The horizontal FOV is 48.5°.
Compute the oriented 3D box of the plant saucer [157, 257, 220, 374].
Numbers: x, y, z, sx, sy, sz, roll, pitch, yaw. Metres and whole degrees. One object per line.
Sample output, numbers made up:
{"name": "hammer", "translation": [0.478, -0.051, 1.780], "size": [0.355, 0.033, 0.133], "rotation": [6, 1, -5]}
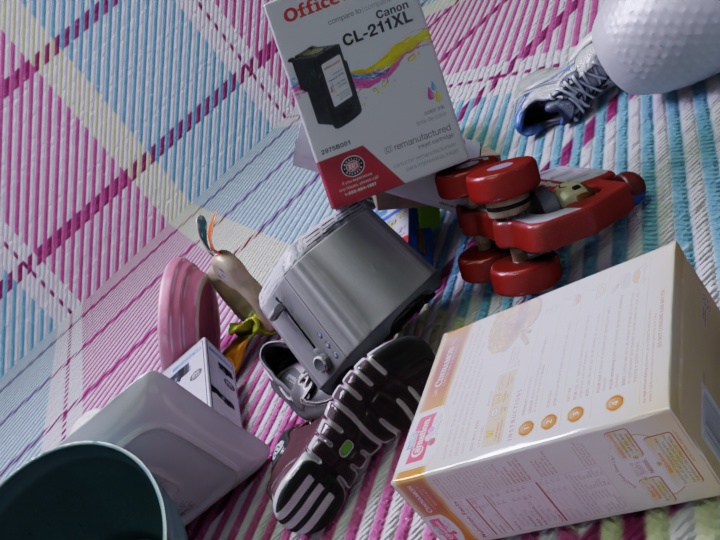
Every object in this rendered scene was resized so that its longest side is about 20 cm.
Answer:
{"name": "plant saucer", "translation": [-0.238, 0.083, 1.139], "size": [0.050, 0.205, 0.201], "rotation": [-3, 24, 3]}

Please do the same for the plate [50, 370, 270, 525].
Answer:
{"name": "plate", "translation": [-0.210, 0.208, 0.785], "size": [0.198, 0.200, 0.032], "rotation": [-39, 45, 5]}

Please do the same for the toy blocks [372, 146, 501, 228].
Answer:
{"name": "toy blocks", "translation": [0.086, -0.118, 0.984], "size": [0.195, 0.102, 0.137], "rotation": [-6, 16, -2]}

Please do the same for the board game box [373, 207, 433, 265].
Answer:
{"name": "board game box", "translation": [0.000, 0.000, 1.018], "size": [0.194, 0.056, 0.201], "rotation": [-34, 20, 18]}

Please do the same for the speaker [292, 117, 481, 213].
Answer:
{"name": "speaker", "translation": [0.026, -0.126, 0.868], "size": [0.081, 0.196, 0.083], "rotation": [-164, 91, -88]}

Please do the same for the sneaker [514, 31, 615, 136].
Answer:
{"name": "sneaker", "translation": [0.268, -0.223, 0.992], "size": [0.199, 0.077, 0.086], "rotation": [-30, 29, 50]}

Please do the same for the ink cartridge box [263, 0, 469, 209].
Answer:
{"name": "ink cartridge box", "translation": [0.006, -0.181, 0.779], "size": [0.143, 0.204, 0.083], "rotation": [-19, 7, 4]}

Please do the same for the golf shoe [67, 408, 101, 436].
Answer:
{"name": "golf shoe", "translation": [-0.374, 0.245, 1.180], "size": [0.198, 0.075, 0.092], "rotation": [-36, 22, 17]}

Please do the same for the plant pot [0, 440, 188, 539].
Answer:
{"name": "plant pot", "translation": [-0.224, 0.266, 0.677], "size": [0.196, 0.135, 0.204], "rotation": [-9, 55, 13]}

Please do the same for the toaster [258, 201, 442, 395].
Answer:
{"name": "toaster", "translation": [-0.008, 0.018, 0.810], "size": [0.199, 0.129, 0.114], "rotation": [-39, -8, -44]}

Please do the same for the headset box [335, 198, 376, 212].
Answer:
{"name": "headset box", "translation": [0.032, -0.164, 1.151], "size": [0.175, 0.091, 0.203], "rotation": [-95, 26, -68]}

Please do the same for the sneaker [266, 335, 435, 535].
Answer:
{"name": "sneaker", "translation": [-0.022, 0.136, 0.733], "size": [0.200, 0.076, 0.115], "rotation": [-47, 17, -16]}

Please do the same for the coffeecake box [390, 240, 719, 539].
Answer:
{"name": "coffeecake box", "translation": [0.133, 0.086, 0.537], "size": [0.198, 0.073, 0.155], "rotation": [-26, 24, 37]}

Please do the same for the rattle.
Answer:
{"name": "rattle", "translation": [-0.204, 0.038, 1.096], "size": [0.142, 0.202, 0.130], "rotation": [-36, 45, -10]}

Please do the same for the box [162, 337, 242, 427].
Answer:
{"name": "box", "translation": [-0.206, 0.180, 0.971], "size": [0.116, 0.060, 0.201], "rotation": [-39, 27, 6]}

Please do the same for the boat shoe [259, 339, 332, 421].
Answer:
{"name": "boat shoe", "translation": [-0.065, 0.117, 0.879], "size": [0.067, 0.057, 0.199], "rotation": [-46, 19, -17]}

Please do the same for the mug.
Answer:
{"name": "mug", "translation": [0.349, -0.276, 0.842], "size": [0.174, 0.150, 0.199], "rotation": [-31, -1, 43]}

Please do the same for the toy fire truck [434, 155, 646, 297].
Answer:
{"name": "toy fire truck", "translation": [0.174, -0.062, 0.761], "size": [0.165, 0.114, 0.200], "rotation": [-21, 13, -11]}
